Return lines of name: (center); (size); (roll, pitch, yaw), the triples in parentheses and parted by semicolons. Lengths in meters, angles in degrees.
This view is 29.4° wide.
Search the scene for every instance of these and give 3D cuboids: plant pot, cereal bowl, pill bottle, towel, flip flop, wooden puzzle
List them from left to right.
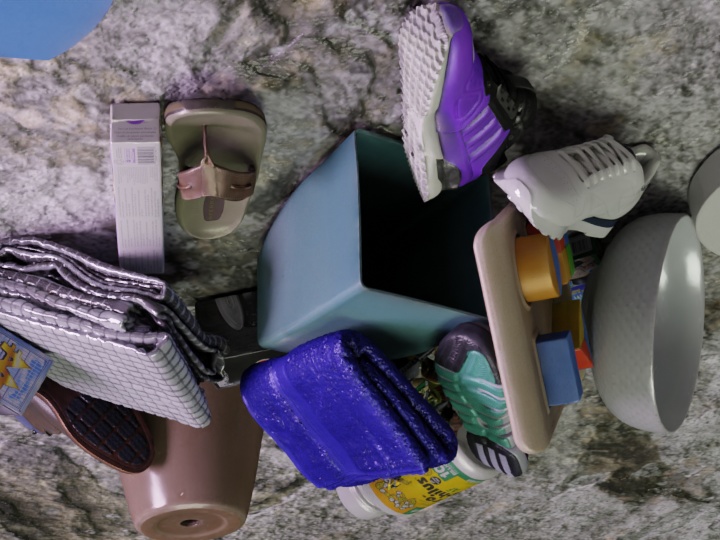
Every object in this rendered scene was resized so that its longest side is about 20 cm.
towel: (-0.224, 0.050, 1.216); (0.199, 0.086, 0.166); (13, 155, 21)
plant pot: (-0.177, 0.180, 1.411); (0.199, 0.175, 0.201); (-5, 151, -3)
flip flop: (-0.118, -0.073, 1.098); (0.081, 0.058, 0.200); (-1, 150, -10)
towel: (-0.019, 0.128, 1.174); (0.148, 0.050, 0.200); (47, 148, -10)
plant pot: (0.000, 0.000, 1.176); (0.141, 0.142, 0.200); (14, 151, -31)
pill bottle: (0.065, 0.216, 1.582); (0.112, 0.113, 0.200); (21, 141, -39)
wooden puzzle: (0.154, 0.033, 1.129); (0.046, 0.186, 0.200); (-9, -171, 22)
cereal bowl: (0.254, 0.046, 1.255); (0.083, 0.201, 0.200); (4, 157, 27)

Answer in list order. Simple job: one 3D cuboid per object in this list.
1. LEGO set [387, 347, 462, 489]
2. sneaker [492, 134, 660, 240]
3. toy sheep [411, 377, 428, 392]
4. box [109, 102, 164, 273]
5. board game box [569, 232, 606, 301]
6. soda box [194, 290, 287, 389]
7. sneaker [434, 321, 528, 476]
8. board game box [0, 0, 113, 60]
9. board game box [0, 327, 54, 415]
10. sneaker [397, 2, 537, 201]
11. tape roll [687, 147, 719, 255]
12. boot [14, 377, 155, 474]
LEGO set: (0.080, 0.124, 1.280); (0.200, 0.116, 0.154); (-30, 142, -39)
sneaker: (0.177, -0.076, 1.105); (0.080, 0.077, 0.200); (-41, 164, 26)
toy sheep: (-0.002, 0.121, 1.396); (0.137, 0.138, 0.200); (11, 132, -27)
box: (-0.181, -0.063, 1.122); (0.041, 0.039, 0.200); (-1, 150, -7)
board game box: (0.160, 0.030, 1.361); (0.199, 0.029, 0.135); (-19, 148, 20)
soda box: (-0.056, 0.054, 1.317); (0.199, 0.071, 0.063); (-11, 151, 9)
sneaker: (0.120, 0.089, 1.170); (0.074, 0.088, 0.200); (24, 151, 29)
board game box: (-0.253, -0.205, 0.866); (0.199, 0.039, 0.158); (1, 145, -22)
board game box: (-0.379, 0.062, 1.203); (0.199, 0.062, 0.200); (5, 147, 34)
sneaker: (0.085, -0.135, 1.030); (0.099, 0.070, 0.200); (-14, 151, -7)
tape roll: (0.394, -0.073, 1.219); (0.202, 0.037, 0.203); (-5, 150, -3)
boot: (-0.287, 0.132, 1.350); (0.200, 0.075, 0.097); (43, 151, 0)
